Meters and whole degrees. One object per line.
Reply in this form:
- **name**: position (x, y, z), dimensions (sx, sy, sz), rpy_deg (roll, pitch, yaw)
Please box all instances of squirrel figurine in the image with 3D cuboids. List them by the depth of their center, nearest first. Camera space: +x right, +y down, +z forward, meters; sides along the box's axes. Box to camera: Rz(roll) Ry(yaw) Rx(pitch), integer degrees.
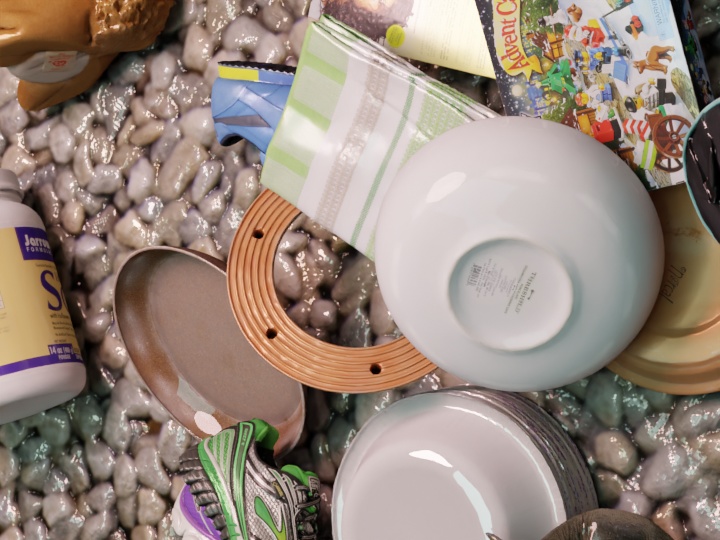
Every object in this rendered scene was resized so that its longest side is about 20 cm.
- **squirrel figurine**: position (-0.253, -0.264, 1.404), dimensions (0.199, 0.141, 0.188), rpy_deg (-18, 72, 17)

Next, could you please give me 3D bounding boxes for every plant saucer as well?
- **plant saucer**: position (0.221, -0.014, 1.155), dimensions (0.199, 0.032, 0.202), rpy_deg (2, 94, 33)
- **plant saucer**: position (-0.115, 0.062, 1.329), dimensions (0.199, 0.032, 0.201), rpy_deg (24, 133, 28)

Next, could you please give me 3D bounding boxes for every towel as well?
- **towel**: position (0.021, -0.074, 1.193), dimensions (0.199, 0.031, 0.150), rpy_deg (33, 118, 22)

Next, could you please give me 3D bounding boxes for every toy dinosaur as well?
- **toy dinosaur**: position (0.184, 0.209, 1.145), dimensions (0.199, 0.077, 0.103), rpy_deg (25, 85, 10)

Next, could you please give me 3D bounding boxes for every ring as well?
- **ring**: position (0.000, 0.000, 1.240), dimensions (0.199, 0.019, 0.202), rpy_deg (-2, 64, 5)

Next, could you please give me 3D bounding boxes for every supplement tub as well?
- **supplement tub**: position (-0.329, 0.027, 1.438), dimensions (0.145, 0.145, 0.201), rpy_deg (-22, 80, 31)

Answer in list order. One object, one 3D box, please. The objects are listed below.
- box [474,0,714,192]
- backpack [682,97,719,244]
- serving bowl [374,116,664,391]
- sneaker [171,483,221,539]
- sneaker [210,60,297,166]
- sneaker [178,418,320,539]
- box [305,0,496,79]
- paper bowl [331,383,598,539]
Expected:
- **box**: position (0.157, -0.148, 1.128), dimensions (0.136, 0.038, 0.201), rpy_deg (-14, 95, 31)
- **backpack**: position (0.297, -0.042, 1.012), dimensions (0.153, 0.176, 0.200), rpy_deg (-41, 72, -15)
- **serving bowl**: position (0.102, 0.001, 1.119), dimensions (0.199, 0.066, 0.201), rpy_deg (5, 117, 10)
- **sneaker**: position (-0.068, 0.216, 1.319), dimensions (0.200, 0.080, 0.084), rpy_deg (34, 107, 26)
- **sneaker**: position (-0.033, -0.115, 1.293), dimensions (0.199, 0.066, 0.079), rpy_deg (12, 102, 34)
- **sneaker**: position (-0.060, 0.194, 1.253), dimensions (0.085, 0.078, 0.200), rpy_deg (-35, 63, 2)
- **box**: position (0.057, -0.190, 1.240), dimensions (0.199, 0.050, 0.076), rpy_deg (16, 102, 30)
- **paper bowl**: position (0.067, 0.188, 1.220), dimensions (0.200, 0.104, 0.202), rpy_deg (1, 93, 31)
